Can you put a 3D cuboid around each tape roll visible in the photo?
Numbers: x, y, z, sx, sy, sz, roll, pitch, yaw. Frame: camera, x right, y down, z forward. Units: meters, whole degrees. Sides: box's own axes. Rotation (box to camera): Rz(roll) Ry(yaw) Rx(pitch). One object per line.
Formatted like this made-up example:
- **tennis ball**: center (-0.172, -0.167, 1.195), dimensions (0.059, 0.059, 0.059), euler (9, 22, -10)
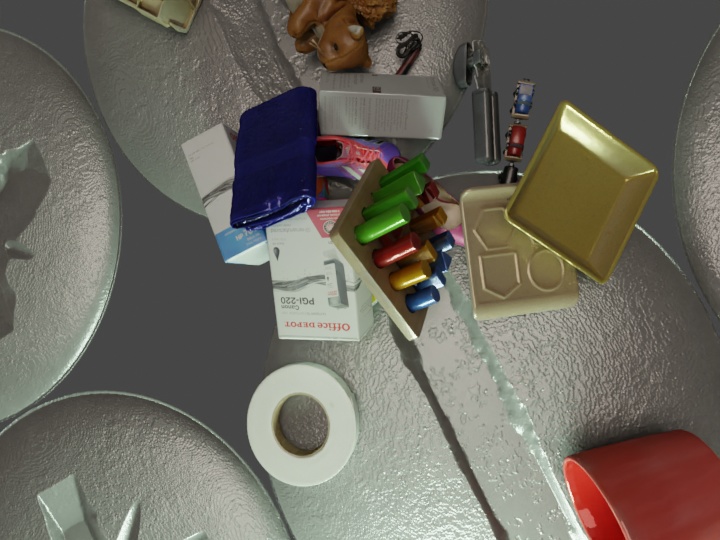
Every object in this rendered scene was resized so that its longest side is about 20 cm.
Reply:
- **tape roll**: center (-0.098, 0.262, 0.931), dimensions (0.196, 0.037, 0.210), euler (0, 88, 10)

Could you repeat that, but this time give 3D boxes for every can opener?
- **can opener**: center (0.191, -0.274, 0.892), dimensions (0.066, 0.052, 0.207), euler (-3, 88, 42)

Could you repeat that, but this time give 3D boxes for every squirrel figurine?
- **squirrel figurine**: center (-0.029, -0.424, 0.873), dimensions (0.198, 0.142, 0.189), euler (-35, 70, -4)

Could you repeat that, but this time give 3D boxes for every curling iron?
- **curling iron**: center (0.042, -0.314, 0.919), dimensions (0.049, 0.026, 0.203), euler (26, 105, -20)

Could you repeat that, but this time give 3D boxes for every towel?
- **towel**: center (-0.122, -0.164, 0.797), dimensions (0.144, 0.049, 0.206), euler (-14, 62, 24)

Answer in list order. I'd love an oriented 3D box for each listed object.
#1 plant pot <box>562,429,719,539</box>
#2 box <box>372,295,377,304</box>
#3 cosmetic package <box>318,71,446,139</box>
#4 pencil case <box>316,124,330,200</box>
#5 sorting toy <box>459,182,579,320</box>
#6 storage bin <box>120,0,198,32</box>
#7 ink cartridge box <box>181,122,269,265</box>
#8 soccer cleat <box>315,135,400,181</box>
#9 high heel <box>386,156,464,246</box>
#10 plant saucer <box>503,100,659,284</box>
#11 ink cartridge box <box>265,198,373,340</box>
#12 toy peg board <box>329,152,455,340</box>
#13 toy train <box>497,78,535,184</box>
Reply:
- **plant pot**: center (0.416, 0.329, 0.766), dimensions (0.173, 0.200, 0.206), euler (-21, 85, -1)
- **box**: center (0.000, 0.000, 0.914), dimensions (0.199, 0.048, 0.118), euler (-41, 82, 10)
- **cosmetic package**: center (0.032, -0.264, 0.860), dimensions (0.193, 0.103, 0.076), euler (0, 126, -2)
- **pencil case**: center (-0.104, -0.190, 0.920), dimensions (0.085, 0.088, 0.207), euler (-7, 86, 10)
- **sorting toy**: center (0.250, -0.034, 0.856), dimensions (0.179, 0.036, 0.207), euler (-6, 92, -9)
- **storage bin**: center (-0.375, -0.566, 0.971), dimensions (0.196, 0.094, 0.203), euler (28, 94, 9)
- **ink cartridge box**: center (-0.199, -0.119, 0.901), dimensions (0.084, 0.146, 0.205), euler (-22, 85, 10)
- **soccer cleat**: center (-0.015, -0.184, 0.872), dimensions (0.194, 0.073, 0.071), euler (-4, 86, -22)
- **high heel**: center (0.124, -0.111, 0.866), dimensions (0.200, 0.096, 0.068), euler (44, 88, 10)
- **plant saucer**: center (0.329, -0.116, 0.826), dimensions (0.197, 0.048, 0.204), euler (31, 85, -10)
- **ink cartridge box**: center (-0.062, -0.001, 0.838), dimensions (0.141, 0.085, 0.207), euler (-1, 105, 18)
- **toy peg board**: center (0.077, -0.049, 0.780), dimensions (0.096, 0.202, 0.201), euler (-23, 117, 35)
- **toy train**: center (0.250, -0.211, 0.872), dimensions (0.033, 0.046, 0.207), euler (10, 91, 10)
